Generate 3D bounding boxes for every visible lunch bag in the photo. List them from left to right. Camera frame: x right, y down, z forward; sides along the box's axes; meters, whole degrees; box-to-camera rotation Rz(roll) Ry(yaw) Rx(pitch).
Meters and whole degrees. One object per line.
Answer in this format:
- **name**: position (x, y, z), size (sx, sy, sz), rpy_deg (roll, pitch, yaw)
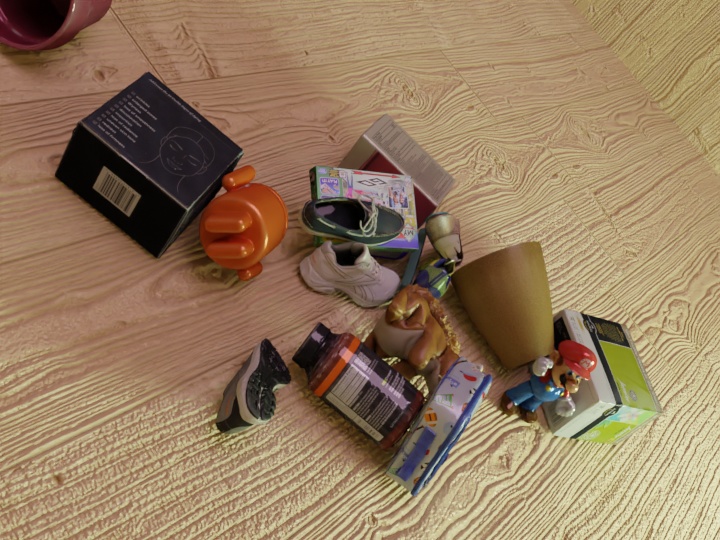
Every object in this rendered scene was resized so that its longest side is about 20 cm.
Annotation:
- **lunch bag**: position (0.113, 0.236, 1.332), size (0.075, 0.202, 0.160), rpy_deg (32, 36, 9)

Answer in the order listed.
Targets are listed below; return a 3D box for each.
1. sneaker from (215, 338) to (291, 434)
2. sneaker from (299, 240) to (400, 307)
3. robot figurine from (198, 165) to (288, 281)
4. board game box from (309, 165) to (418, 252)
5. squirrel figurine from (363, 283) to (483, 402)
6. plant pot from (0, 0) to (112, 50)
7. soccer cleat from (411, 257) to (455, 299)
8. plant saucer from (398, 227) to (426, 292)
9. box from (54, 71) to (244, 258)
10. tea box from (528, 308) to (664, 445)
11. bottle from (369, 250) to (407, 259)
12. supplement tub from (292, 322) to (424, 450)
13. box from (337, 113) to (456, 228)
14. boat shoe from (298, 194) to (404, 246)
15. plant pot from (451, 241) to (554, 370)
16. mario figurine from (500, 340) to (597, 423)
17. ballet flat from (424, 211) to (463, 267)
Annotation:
- **sneaker**: position (-0.152, 0.159, 1.253), size (0.075, 0.078, 0.201), rpy_deg (56, 18, -11)
- **sneaker**: position (0.000, 0.000, 1.521), size (0.197, 0.099, 0.079), rpy_deg (11, 48, -36)
- **robot figurine**: position (-0.177, -0.073, 1.389), size (0.145, 0.116, 0.200), rpy_deg (50, 18, -4)
- **board game box**: position (0.008, -0.105, 1.565), size (0.196, 0.029, 0.138), rpy_deg (2, 75, -29)
- **squirrel figurine**: position (0.116, 0.123, 1.475), size (0.185, 0.143, 0.200), rpy_deg (38, 29, 5)
- **plant pot**: position (-0.493, -0.457, 1.432), size (0.200, 0.200, 0.179), rpy_deg (44, 21, 0)
- **soccer cleat**: position (0.145, 0.008, 1.633), size (0.065, 0.083, 0.200), rpy_deg (52, 17, -1)
- **plant saucer**: position (0.093, -0.003, 1.640), size (0.019, 0.071, 0.201), rpy_deg (16, 36, 4)
- **box**: position (-0.314, -0.164, 1.360), size (0.199, 0.124, 0.198), rpy_deg (39, 39, -6)
- **tea box**: position (0.441, 0.206, 1.716), size (0.193, 0.134, 0.203), rpy_deg (14, 46, -32)
- **bottle**: position (0.005, -0.069, 1.620), size (0.197, 0.065, 0.085), rpy_deg (8, 55, -39)
- **supplement tub**: position (-0.007, 0.168, 1.349), size (0.199, 0.107, 0.107), rpy_deg (40, 37, -1)
- **box**: position (0.070, -0.184, 1.754), size (0.200, 0.109, 0.128), rpy_deg (43, 37, -1)
- **boat shoe**: position (-0.006, -0.089, 1.501), size (0.196, 0.062, 0.077), rpy_deg (10, 72, -27)
- **plant pot**: position (0.285, 0.075, 1.677), size (0.184, 0.185, 0.204), rpy_deg (-7, 73, -46)
- **mario figurine**: position (0.333, 0.205, 1.558), size (0.122, 0.200, 0.107), rpy_deg (-14, 63, -48)
- **ballet flat**: position (0.167, -0.051, 1.694), size (0.200, 0.067, 0.069), rpy_deg (43, 27, -69)
